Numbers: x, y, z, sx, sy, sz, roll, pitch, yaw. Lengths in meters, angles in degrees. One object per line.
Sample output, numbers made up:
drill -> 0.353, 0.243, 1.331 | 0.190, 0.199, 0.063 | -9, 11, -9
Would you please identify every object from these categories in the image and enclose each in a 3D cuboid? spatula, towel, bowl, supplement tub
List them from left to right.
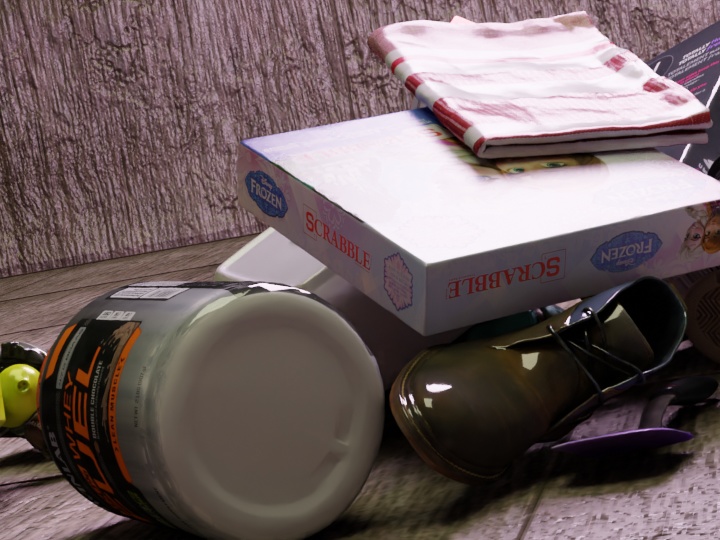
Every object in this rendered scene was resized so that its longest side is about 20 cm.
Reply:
supplement tub -> -0.082, 0.066, 1.077 | 0.122, 0.123, 0.200 | -13, 5, -26
bowl -> 0.000, 0.000, 1.325 | 0.200, 0.075, 0.200 | -37, 20, -17
towel -> 0.100, -0.110, 1.274 | 0.144, 0.023, 0.200 | -6, 24, -16
spatula -> 0.150, 0.072, 1.103 | 0.056, 0.021, 0.200 | -13, 3, 23

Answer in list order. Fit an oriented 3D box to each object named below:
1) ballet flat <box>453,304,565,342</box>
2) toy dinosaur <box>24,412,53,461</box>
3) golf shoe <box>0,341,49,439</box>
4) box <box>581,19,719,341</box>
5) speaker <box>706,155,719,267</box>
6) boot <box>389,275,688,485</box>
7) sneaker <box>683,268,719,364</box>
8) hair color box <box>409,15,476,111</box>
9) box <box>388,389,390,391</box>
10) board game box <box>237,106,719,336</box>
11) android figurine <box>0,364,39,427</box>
ballet flat -> 0.081, 0.052, 1.312 | 0.074, 0.074, 0.200 | -13, 7, -24
toy dinosaur -> -0.113, 0.078, 1.303 | 0.200, 0.088, 0.047 | -4, -25, 42
golf shoe -> -0.161, 0.077, 1.418 | 0.200, 0.077, 0.088 | 1, -7, 32
box -> 0.210, -0.057, 1.375 | 0.122, 0.106, 0.200 | -28, 21, 41
speaker -> 0.300, -0.043, 1.262 | 0.200, 0.081, 0.081 | -9, 4, -22
boot -> 0.088, 0.043, 1.063 | 0.097, 0.075, 0.200 | -39, -10, 24
sneaker -> 0.276, 0.015, 1.192 | 0.200, 0.071, 0.112 | -2, 10, 11
hair color box -> 0.079, -0.055, 1.449 | 0.111, 0.200, 0.064 | 23, 43, 10
box -> -0.023, 0.058, 1.492 | 0.117, 0.048, 0.200 | -10, 7, 9
board game box -> 0.066, -0.038, 1.184 | 0.200, 0.041, 0.199 | -13, 27, -28
android figurine -> -0.276, 0.085, 1.294 | 0.182, 0.041, 0.200 | -6, -11, -15
